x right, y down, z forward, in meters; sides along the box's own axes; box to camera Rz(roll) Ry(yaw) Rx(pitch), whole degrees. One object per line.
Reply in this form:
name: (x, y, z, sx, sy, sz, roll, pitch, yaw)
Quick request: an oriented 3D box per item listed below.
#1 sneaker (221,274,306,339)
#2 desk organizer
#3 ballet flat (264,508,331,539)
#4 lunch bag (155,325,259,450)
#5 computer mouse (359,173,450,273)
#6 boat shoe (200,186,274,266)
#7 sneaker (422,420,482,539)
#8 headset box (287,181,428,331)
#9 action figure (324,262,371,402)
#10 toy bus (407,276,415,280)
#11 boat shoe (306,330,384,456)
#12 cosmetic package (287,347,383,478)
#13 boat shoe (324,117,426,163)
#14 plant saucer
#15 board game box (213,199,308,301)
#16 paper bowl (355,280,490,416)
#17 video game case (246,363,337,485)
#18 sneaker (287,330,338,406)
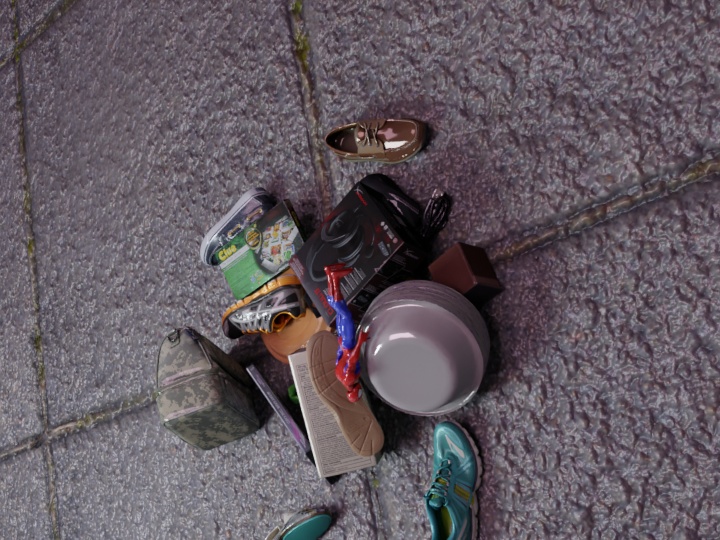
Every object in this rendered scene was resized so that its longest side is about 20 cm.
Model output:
sneaker: (-0.172, 0.080, 1.766, 0.199, 0.078, 0.078, -33, 72, 36)
desk organizer: (0.116, 0.047, 1.548, 0.200, 0.071, 0.078, -41, 57, 31)
ballet flat: (-0.123, 0.455, 1.722, 0.201, 0.072, 0.072, -52, 54, 23)
lunch bag: (-0.279, 0.207, 1.802, 0.138, 0.200, 0.170, -23, 60, 9)
computer mouse: (0.048, -0.099, 1.641, 0.199, 0.052, 0.140, 35, 109, 39)
boat shoe: (-0.225, -0.057, 1.875, 0.200, 0.070, 0.091, -48, 58, 28)
sneaker: (0.133, 0.324, 1.491, 0.077, 0.079, 0.203, -11, 76, 41)
headset box: (-0.013, -0.011, 1.569, 0.200, 0.077, 0.149, -46, 53, 16)
action figure: (-0.018, 0.094, 1.451, 0.065, 0.051, 0.203, -152, 57, -66)
toy bus: (0.000, 0.000, 1.660, 0.199, 0.065, 0.079, 37, 116, 39)
boat shoe: (-0.026, 0.185, 1.521, 0.071, 0.065, 0.202, -29, 93, -6)
cosmetic package: (-0.037, 0.215, 1.602, 0.102, 0.087, 0.203, -13, 92, 9)
boat shoe: (0.021, -0.216, 1.666, 0.198, 0.071, 0.077, -6, 81, 42)
plant saucer: (-0.116, 0.066, 1.786, 0.198, 0.032, 0.204, -6, 82, 42)
board game box: (-0.175, -0.033, 1.799, 0.199, 0.023, 0.106, -32, 82, 34)
paper bowl: (0.086, 0.125, 1.478, 0.198, 0.105, 0.203, 8, 120, 14)
video game case: (-0.116, 0.260, 1.696, 0.019, 0.143, 0.200, -35, 55, -6)
sneaker: (-0.049, 0.157, 1.676, 0.078, 0.085, 0.201, 47, 115, 36)
